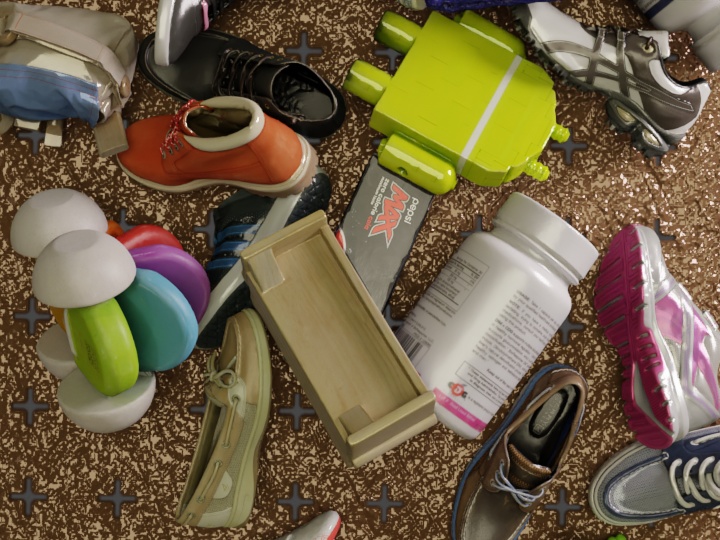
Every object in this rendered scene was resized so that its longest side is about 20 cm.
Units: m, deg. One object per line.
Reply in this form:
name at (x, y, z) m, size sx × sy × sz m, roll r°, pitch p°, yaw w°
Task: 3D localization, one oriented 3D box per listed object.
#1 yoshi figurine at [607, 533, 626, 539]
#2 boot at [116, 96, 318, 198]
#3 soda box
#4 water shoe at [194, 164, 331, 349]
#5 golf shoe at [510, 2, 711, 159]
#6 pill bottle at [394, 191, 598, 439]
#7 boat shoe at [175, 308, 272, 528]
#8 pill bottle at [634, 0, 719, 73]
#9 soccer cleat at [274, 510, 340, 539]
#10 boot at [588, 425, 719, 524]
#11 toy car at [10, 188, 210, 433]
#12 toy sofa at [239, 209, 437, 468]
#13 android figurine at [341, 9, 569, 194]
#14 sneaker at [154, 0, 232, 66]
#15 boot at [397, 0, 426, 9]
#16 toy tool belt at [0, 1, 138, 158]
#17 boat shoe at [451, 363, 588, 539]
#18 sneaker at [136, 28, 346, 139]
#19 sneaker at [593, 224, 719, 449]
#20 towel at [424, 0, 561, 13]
yoshi figurine at (0.247, 0.290, 1.111) m, size 0.199 × 0.112 × 0.113 m, roll 0°, pitch 74°, yaw 2°
boot at (-0.146, -0.117, 1.083) m, size 0.199 × 0.107 × 0.076 m, roll 4°, pitch 73°, yaw 28°
soda box at (0.000, 0.000, 1.127) m, size 0.070 × 0.063 × 0.201 m, roll 24°, pitch 89°, yaw 0°
water shoe at (-0.104, -0.021, 1.136) m, size 0.079 × 0.071 × 0.200 m, roll 38°, pitch 94°, yaw 30°
golf shoe at (0.223, -0.195, 1.112) m, size 0.200 × 0.078 × 0.095 m, roll 39°, pitch 113°, yaw -9°
pill bottle at (0.114, 0.038, 1.102) m, size 0.113 × 0.113 × 0.200 m, roll 37°, pitch 90°, yaw 0°
boat shoe at (-0.122, 0.133, 1.109) m, size 0.063 × 0.073 × 0.202 m, roll 4°, pitch 105°, yaw -22°
pill bottle at (0.286, -0.281, 1.100) m, size 0.119 × 0.120 × 0.200 m, roll -38°, pitch 90°, yaw 0°
soccer cleat at (-0.103, 0.279, 1.126) m, size 0.200 × 0.069 × 0.085 m, roll -44°, pitch 94°, yaw 4°
boot at (0.303, 0.178, 1.105) m, size 0.199 × 0.090 × 0.073 m, roll -21°, pitch 90°, yaw 0°
toy car at (-0.205, 0.025, 1.070) m, size 0.149 × 0.200 × 0.176 m, roll -16°, pitch 121°, yaw -20°
toy sofa at (-0.019, 0.060, 1.046) m, size 0.083 × 0.098 × 0.201 m, roll -28°, pitch 70°, yaw -10°
android figurine at (0.090, -0.150, 1.109) m, size 0.199 × 0.041 × 0.183 m, roll 28°, pitch 66°, yaw 1°
sneaker at (-0.112, -0.255, 1.101) m, size 0.099 × 0.071 × 0.201 m, roll 20°, pitch 65°, yaw 0°
boot at (0.064, -0.337, 1.128) m, size 0.090 × 0.073 × 0.201 m, roll 30°, pitch 79°, yaw 19°
toy tool belt at (-0.296, -0.168, 1.100) m, size 0.199 × 0.125 × 0.124 m, roll 6°, pitch 81°, yaw 1°
boat shoe at (0.141, 0.175, 1.121) m, size 0.072 × 0.072 × 0.201 m, roll 25°, pitch 90°, yaw 0°
sneaker at (-0.107, -0.176, 1.106) m, size 0.199 × 0.106 × 0.075 m, roll 16°, pitch 90°, yaw 0°
sneaker at (0.275, 0.056, 1.124) m, size 0.088 × 0.081 × 0.201 m, roll -7°, pitch 81°, yaw -23°
towel at (0.116, -0.326, 1.059) m, size 0.147 × 0.050 × 0.201 m, roll -6°, pitch 85°, yaw 4°
